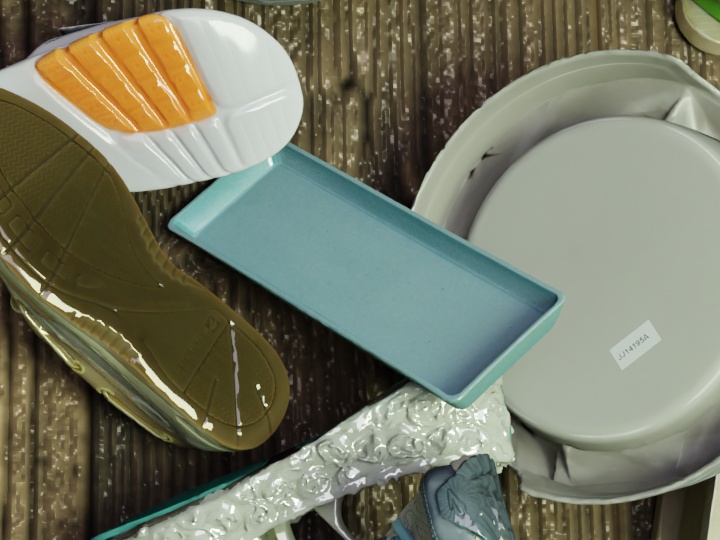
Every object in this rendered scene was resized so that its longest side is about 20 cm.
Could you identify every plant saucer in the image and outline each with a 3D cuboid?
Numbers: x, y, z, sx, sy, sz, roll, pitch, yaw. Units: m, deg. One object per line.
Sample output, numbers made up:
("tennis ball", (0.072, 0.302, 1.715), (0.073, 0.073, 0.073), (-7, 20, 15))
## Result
("plant saucer", (0.000, 0.000, 1.072), (0.070, 0.019, 0.200), (-41, 46, -19))

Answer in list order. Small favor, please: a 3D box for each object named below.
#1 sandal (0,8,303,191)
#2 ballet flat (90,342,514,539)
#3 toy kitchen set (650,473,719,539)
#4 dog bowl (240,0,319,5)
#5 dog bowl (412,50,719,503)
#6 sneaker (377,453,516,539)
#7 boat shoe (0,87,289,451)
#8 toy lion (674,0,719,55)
("sandal", (-0.129, -0.073, 1.099), (0.205, 0.059, 0.080), (-13, 111, 2))
("ballet flat", (-0.022, 0.101, 1.053), (0.199, 0.072, 0.072), (-28, 85, 7))
("toy kitchen set", (0.261, 0.070, 1.112), (0.199, 0.163, 0.182), (14, 74, -11))
("dog bowl", (-0.039, -0.217, 1.157), (0.199, 0.059, 0.202), (3, 77, -13))
("dog bowl", (0.116, 0.007, 1.084), (0.199, 0.059, 0.202), (-7, 75, 29))
("sneaker", (0.024, 0.144, 1.021), (0.086, 0.200, 0.078), (-11, 60, -5))
("boat shoe", (-0.120, 0.008, 1.064), (0.200, 0.066, 0.074), (49, 56, -12))
("toy lion", (0.157, -0.219, 1.212), (0.191, 0.069, 0.200), (40, 71, 5))
